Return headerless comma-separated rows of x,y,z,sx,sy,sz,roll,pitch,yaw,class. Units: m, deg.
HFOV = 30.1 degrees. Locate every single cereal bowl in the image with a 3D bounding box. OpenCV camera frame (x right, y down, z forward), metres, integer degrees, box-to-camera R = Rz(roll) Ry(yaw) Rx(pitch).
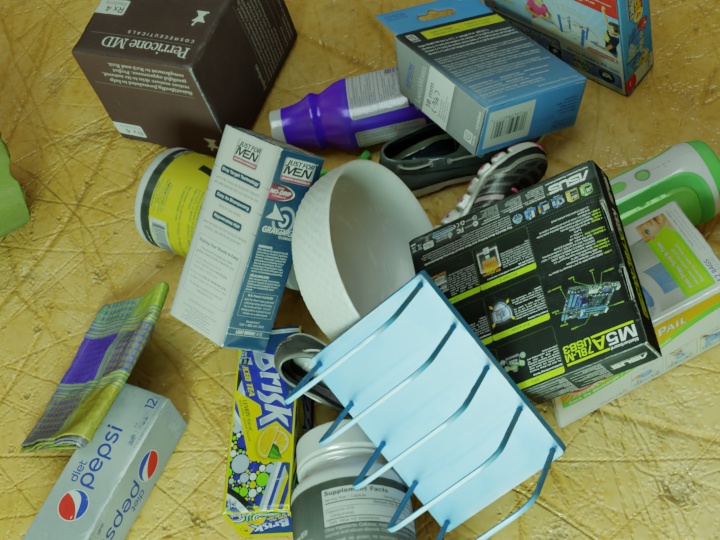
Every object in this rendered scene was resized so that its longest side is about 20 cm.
0.000,0.000,1.289,0.083,0.200,0.201,-22,49,33,cereal bowl

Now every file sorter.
0.052,0.132,1.137,0.139,0.123,0.200,-38,92,22,file sorter

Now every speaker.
0.267,-0.055,1.347,0.199,0.089,0.089,-26,54,-3,speaker

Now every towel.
-0.274,0.103,1.388,0.143,0.023,0.201,-15,42,52,towel

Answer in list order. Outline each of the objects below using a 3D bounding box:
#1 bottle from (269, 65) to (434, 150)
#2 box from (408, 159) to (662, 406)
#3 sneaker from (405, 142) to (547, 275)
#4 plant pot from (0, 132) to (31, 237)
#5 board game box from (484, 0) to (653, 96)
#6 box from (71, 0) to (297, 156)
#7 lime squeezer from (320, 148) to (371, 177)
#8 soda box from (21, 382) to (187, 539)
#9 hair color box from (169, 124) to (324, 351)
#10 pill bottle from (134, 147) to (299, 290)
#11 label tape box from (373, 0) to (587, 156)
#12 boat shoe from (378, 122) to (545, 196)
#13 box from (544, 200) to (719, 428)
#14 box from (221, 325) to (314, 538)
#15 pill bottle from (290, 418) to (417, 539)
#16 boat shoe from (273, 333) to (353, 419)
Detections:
-0.003,-0.180,1.520,0.198,0.065,0.084,-13,49,7,bottle
0.153,0.023,1.221,0.199,0.047,0.194,-24,60,21,box
0.139,-0.043,1.388,0.087,0.074,0.200,36,77,32,sneaker
-0.486,-0.081,1.534,0.189,0.201,0.201,-21,53,-16,plant pot
0.219,-0.309,1.464,0.199,0.196,0.056,32,70,30,board game box
-0.200,-0.268,1.571,0.165,0.165,0.201,12,61,22,box
-0.033,-0.105,1.429,0.038,0.199,0.071,-29,76,35,lime squeezer
-0.254,0.214,1.330,0.068,0.064,0.201,15,63,24,soda box
-0.113,-0.032,1.320,0.100,0.060,0.201,26,102,45,hair color box
-0.134,-0.054,1.444,0.199,0.115,0.115,20,64,25,pill bottle
0.123,-0.215,1.448,0.143,0.064,0.200,-19,46,-31,label tape box
0.112,-0.140,1.464,0.199,0.062,0.073,-21,51,0,boat shoe
0.244,0.043,1.282,0.199,0.102,0.113,-27,54,-3,box
-0.087,0.157,1.322,0.069,0.064,0.201,-6,57,12,box
-0.005,0.245,1.210,0.113,0.114,0.201,-12,54,7,pill bottle
0.008,0.122,1.280,0.199,0.057,0.067,24,103,-1,boat shoe
